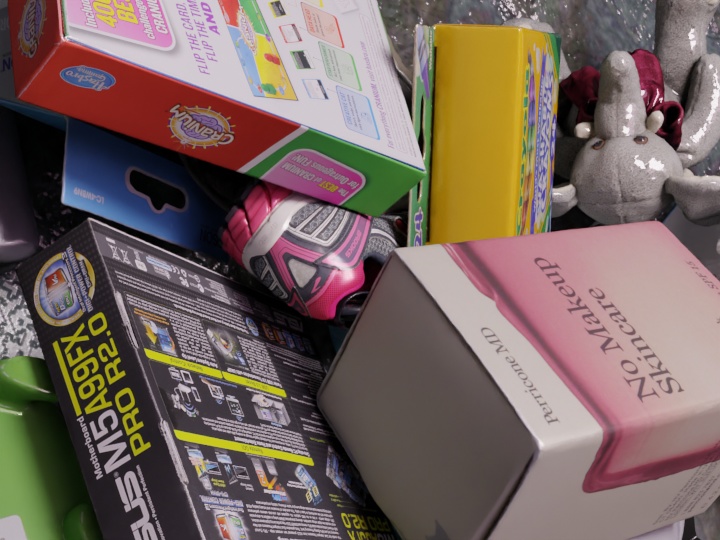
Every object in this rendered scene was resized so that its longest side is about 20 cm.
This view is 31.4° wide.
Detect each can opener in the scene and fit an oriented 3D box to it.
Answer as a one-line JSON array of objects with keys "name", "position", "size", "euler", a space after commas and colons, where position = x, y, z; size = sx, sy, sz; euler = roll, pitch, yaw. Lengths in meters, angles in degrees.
[{"name": "can opener", "position": [-0.188, -0.101, 0.662], "size": [0.066, 0.053, 0.203], "euler": [-9, 83, -35]}]

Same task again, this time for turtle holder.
[{"name": "turtle holder", "position": [-0.193, 0.108, 0.544], "size": [0.185, 0.132, 0.141], "euler": [40, 51, 3]}]

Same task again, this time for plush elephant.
[{"name": "plush elephant", "position": [0.175, -0.092, 0.864], "size": [0.155, 0.162, 0.203], "euler": [-54, 138, -75]}]

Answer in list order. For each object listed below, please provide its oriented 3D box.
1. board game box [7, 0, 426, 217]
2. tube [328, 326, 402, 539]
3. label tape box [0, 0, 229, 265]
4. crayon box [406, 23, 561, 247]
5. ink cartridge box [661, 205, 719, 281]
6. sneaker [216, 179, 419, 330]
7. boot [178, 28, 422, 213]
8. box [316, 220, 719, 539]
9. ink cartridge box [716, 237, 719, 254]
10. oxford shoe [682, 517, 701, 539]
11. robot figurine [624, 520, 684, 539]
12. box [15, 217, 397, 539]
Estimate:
[{"name": "board game box", "position": [-0.068, -0.120, 0.599], "size": [0.198, 0.040, 0.155], "euler": [17, 47, -39]}, {"name": "tube", "position": [0.037, 0.125, 0.772], "size": [0.076, 0.050, 0.203], "euler": [-8, 81, -16]}, {"name": "label tape box", "position": [-0.130, -0.110, 0.672], "size": [0.143, 0.065, 0.203], "euler": [21, 64, -59]}, {"name": "crayon box", "position": [0.075, -0.072, 0.722], "size": [0.200, 0.051, 0.128], "euler": [-28, 121, -71]}, {"name": "ink cartridge box", "position": [0.314, 0.044, 0.946], "size": [0.147, 0.145, 0.201], "euler": [-44, 105, -37]}, {"name": "sneaker", "position": [0.000, 0.000, 0.691], "size": [0.075, 0.081, 0.199], "euler": [46, 18, 21]}, {"name": "boot", "position": [-0.023, -0.080, 0.724], "size": [0.183, 0.072, 0.200], "euler": [57, 25, -13]}, {"name": "box", "position": [0.101, 0.060, 0.642], "size": [0.198, 0.110, 0.128], "euler": [-7, 47, -39]}, {"name": "ink cartridge box", "position": [0.325, -0.037, 0.826], "size": [0.146, 0.084, 0.201], "euler": [50, 54, -20]}, {"name": "oxford shoe", "position": [0.187, 0.139, 0.863], "size": [0.072, 0.084, 0.203], "euler": [0, 90, -14]}, {"name": "robot figurine", "position": [0.117, 0.158, 0.724], "size": [0.170, 0.113, 0.200], "euler": [45, 37, 3]}, {"name": "box", "position": [-0.060, 0.076, 0.592], "size": [0.200, 0.044, 0.162], "euler": [28, 35, -62]}]
